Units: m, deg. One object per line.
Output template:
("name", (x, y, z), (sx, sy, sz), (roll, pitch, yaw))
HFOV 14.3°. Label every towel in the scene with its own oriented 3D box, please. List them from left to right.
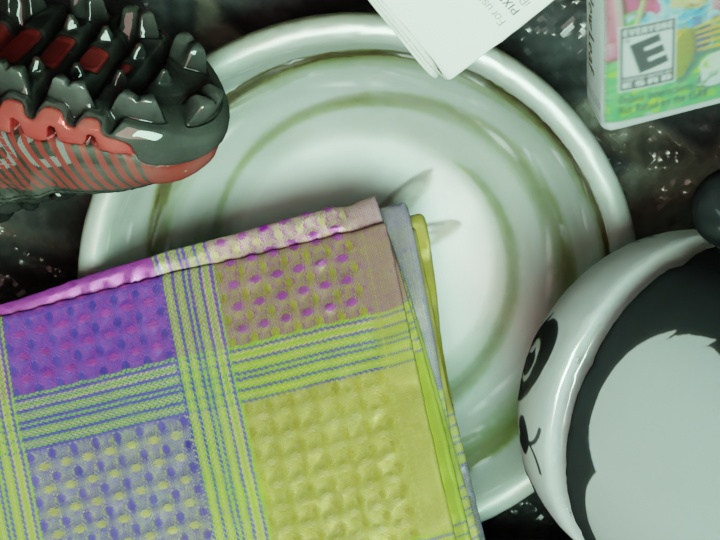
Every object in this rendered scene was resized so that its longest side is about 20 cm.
("towel", (-0.060, 0.066, 0.989), (0.199, 0.023, 0.144), (-15, 78, 6))

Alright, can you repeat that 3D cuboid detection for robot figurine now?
("robot figurine", (0.137, 0.062, 0.931), (0.125, 0.200, 0.151), (35, 86, -40))

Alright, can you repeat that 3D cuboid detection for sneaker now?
("sneaker", (-0.132, -0.045, 0.991), (0.199, 0.071, 0.098), (7, 123, 23))

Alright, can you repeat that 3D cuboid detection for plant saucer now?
("plant saucer", (0.000, 0.000, 1.033), (0.199, 0.050, 0.201), (1, 110, 2))

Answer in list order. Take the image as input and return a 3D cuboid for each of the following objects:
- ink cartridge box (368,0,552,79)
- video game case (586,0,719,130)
("ink cartridge box", (0.070, -0.173, 0.909), (0.200, 0.147, 0.083), (-37, 118, 13))
("video game case", (0.162, -0.136, 0.852), (0.199, 0.022, 0.183), (-14, 135, -9))
